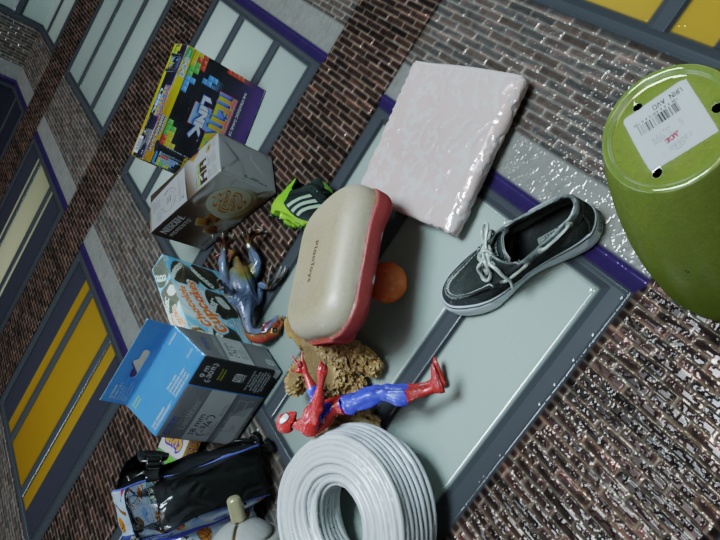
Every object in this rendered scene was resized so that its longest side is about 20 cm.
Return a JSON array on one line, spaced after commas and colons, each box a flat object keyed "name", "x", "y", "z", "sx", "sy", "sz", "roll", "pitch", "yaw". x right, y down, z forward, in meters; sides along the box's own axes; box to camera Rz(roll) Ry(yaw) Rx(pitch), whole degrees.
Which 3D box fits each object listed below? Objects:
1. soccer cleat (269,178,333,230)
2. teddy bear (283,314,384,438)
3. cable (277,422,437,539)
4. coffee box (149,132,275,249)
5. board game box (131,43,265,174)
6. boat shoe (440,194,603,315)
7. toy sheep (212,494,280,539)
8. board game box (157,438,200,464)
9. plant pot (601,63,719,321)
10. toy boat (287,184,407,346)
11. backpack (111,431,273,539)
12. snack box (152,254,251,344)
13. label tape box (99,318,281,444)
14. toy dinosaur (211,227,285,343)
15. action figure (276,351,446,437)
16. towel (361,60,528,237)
[{"name": "soccer cleat", "x": -0.057, "y": -0.085, "z": 0.969, "sx": 0.199, "sy": 0.067, "sz": 0.081, "roll": 26, "pitch": 81, "yaw": 47}, {"name": "teddy bear", "x": -0.032, "y": 0.134, "z": 0.869, "sx": 0.145, "sy": 0.066, "sz": 0.201, "roll": -51, "pitch": 53, "yaw": 25}, {"name": "cable", "x": -0.009, "y": 0.271, "z": 0.758, "sx": 0.199, "sy": 0.069, "sz": 0.202, "roll": 28, "pitch": 107, "yaw": 41}, {"name": "coffee box", "x": -0.248, "y": -0.125, "z": 1.136, "sx": 0.199, "sy": 0.114, "sz": 0.080, "roll": -32, "pitch": 55, "yaw": 33}, {"name": "board game box", "x": -0.274, "y": -0.255, "z": 1.172, "sx": 0.057, "sy": 0.165, "sz": 0.202, "roll": 24, "pitch": 92, "yaw": 48}, {"name": "boat shoe", "x": 0.154, "y": -0.015, "z": 0.724, "sx": 0.199, "sy": 0.068, "sz": 0.074, "roll": -28, "pitch": 56, "yaw": 35}, {"name": "toy sheep", "x": -0.130, "y": 0.367, "z": 0.813, "sx": 0.137, "sy": 0.137, "sz": 0.202, "roll": -3, "pitch": 95, "yaw": 44}, {"name": "board game box", "x": -0.267, "y": 0.232, "z": 1.080, "sx": 0.095, "sy": 0.030, "sz": 0.202, "roll": 27, "pitch": 98, "yaw": 56}, {"name": "plant pot", "x": 0.272, "y": -0.070, "z": 0.531, "sx": 0.186, "sy": 0.199, "sz": 0.189, "roll": -18, "pitch": 63, "yaw": 40}, {"name": "toy boat", "x": 0.000, "y": 0.000, "z": 0.830, "sx": 0.130, "sy": 0.130, "sz": 0.202, "roll": -16, "pitch": 58, "yaw": 56}, {"name": "backpack", "x": -0.234, "y": 0.310, "z": 0.924, "sx": 0.190, "sy": 0.199, "sz": 0.156, "roll": -19, "pitch": 76, "yaw": 43}, {"name": "snack box", "x": -0.243, "y": 0.064, "z": 1.059, "sx": 0.037, "sy": 0.116, "sz": 0.200, "roll": -50, "pitch": 47, "yaw": 19}, {"name": "label tape box", "x": -0.231, "y": 0.161, "z": 0.950, "sx": 0.145, "sy": 0.199, "sz": 0.063, "roll": -56, "pitch": 44, "yaw": 14}, {"name": "toy dinosaur", "x": -0.167, "y": 0.028, "z": 1.055, "sx": 0.200, "sy": 0.104, "sz": 0.183, "roll": 126, "pitch": 136, "yaw": -73}, {"name": "action figure", "x": -0.013, "y": 0.123, "z": 0.775, "sx": 0.199, "sy": 0.065, "sz": 0.100, "roll": -23, "pitch": 86, "yaw": 9}, {"name": "towel", "x": 0.097, "y": -0.159, "z": 0.863, "sx": 0.191, "sy": 0.032, "sz": 0.201, "roll": 28, "pitch": 95, "yaw": 48}]
